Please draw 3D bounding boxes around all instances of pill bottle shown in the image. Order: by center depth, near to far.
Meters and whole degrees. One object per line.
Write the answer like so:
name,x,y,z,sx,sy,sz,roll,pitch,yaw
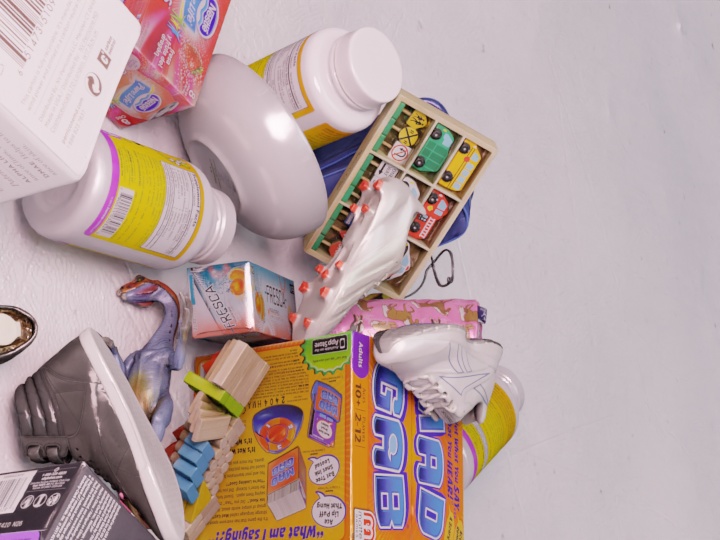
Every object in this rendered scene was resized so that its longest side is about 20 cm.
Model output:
pill bottle,-0.206,-0.061,1.349,0.199,0.103,0.106,19,66,-52
pill bottle,-0.053,-0.182,1.520,0.109,0.199,0.111,17,66,-42
pill bottle,0.126,0.187,1.772,0.200,0.103,0.105,-35,110,-52

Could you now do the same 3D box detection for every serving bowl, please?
serving bowl,-0.119,-0.109,1.447,0.066,0.199,0.202,-36,114,-22

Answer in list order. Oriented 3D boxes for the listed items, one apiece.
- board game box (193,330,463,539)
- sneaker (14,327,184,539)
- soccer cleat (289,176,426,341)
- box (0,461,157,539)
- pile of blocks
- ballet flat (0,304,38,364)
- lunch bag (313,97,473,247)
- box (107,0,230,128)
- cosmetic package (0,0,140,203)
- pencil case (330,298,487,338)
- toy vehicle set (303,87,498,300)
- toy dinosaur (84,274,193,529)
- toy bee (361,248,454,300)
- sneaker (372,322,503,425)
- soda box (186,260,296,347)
board game box,-0.031,0.189,1.460,0.199,0.198,0.202,22,63,-52
sneaker,-0.226,0.159,1.255,0.201,0.098,0.071,61,1,12
soccer cleat,0.000,0.000,1.487,0.077,0.069,0.201,34,81,-27
box,-0.232,0.266,1.220,0.201,0.121,0.107,55,41,-31
pile of blocks,-0.155,0.151,1.371,0.082,0.062,0.202,6,105,-60
ballet flat,-0.339,0.046,1.173,0.199,0.068,0.069,-3,84,-55
lunch bag,0.021,-0.085,1.623,0.137,0.198,0.133,59,21,-23
box,-0.199,-0.251,1.426,0.095,0.102,0.202,45,46,-40
cosmetic package,-0.313,-0.161,1.150,0.165,0.198,0.166,46,47,-38
pencil case,0.032,0.067,1.549,0.087,0.197,0.084,105,-13,-70
toy vehicle set,0.040,-0.077,1.537,0.123,0.201,0.027,26,22,-16
toy dinosaur,-0.210,0.101,1.371,0.182,0.104,0.202,-70,169,-50
toy bee,0.019,0.067,1.647,0.108,0.131,0.203,6,93,-27
sneaker,0.079,0.099,1.408,0.199,0.074,0.088,20,69,-52
soda box,-0.112,0.036,1.438,0.200,0.063,0.069,35,49,-79
